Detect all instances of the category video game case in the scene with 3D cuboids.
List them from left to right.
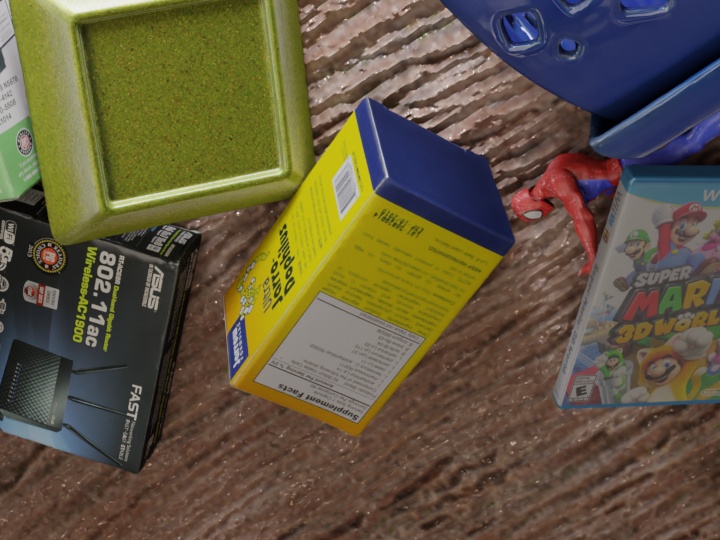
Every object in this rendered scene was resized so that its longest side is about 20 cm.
[{"bbox_3d":[0.222,0.015,1.019,0.143,0.018,0.200,0,128,-15],"label":"video game case"}]

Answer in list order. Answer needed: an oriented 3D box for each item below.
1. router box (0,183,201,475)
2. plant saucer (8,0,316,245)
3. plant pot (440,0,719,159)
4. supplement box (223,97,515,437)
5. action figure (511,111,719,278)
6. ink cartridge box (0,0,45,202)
[{"bbox_3d":[-0.218,0.046,1.164,0.149,0.062,0.201,16,116,5],"label":"router box"},{"bbox_3d":[-0.126,-0.122,1.024,0.199,0.048,0.201,-13,114,-16],"label":"plant saucer"},{"bbox_3d":[0.176,-0.193,0.898,0.200,0.200,0.180,-33,107,24],"label":"plant pot"},{"bbox_3d":[0.000,0.000,1.052,0.109,0.110,0.200,25,118,-24],"label":"supplement box"},{"bbox_3d":[0.205,-0.055,1.020,0.199,0.065,0.099,-18,104,19],"label":"action figure"},{"bbox_3d":[-0.275,-0.161,1.041,0.084,0.146,0.201,-7,112,17],"label":"ink cartridge box"}]
